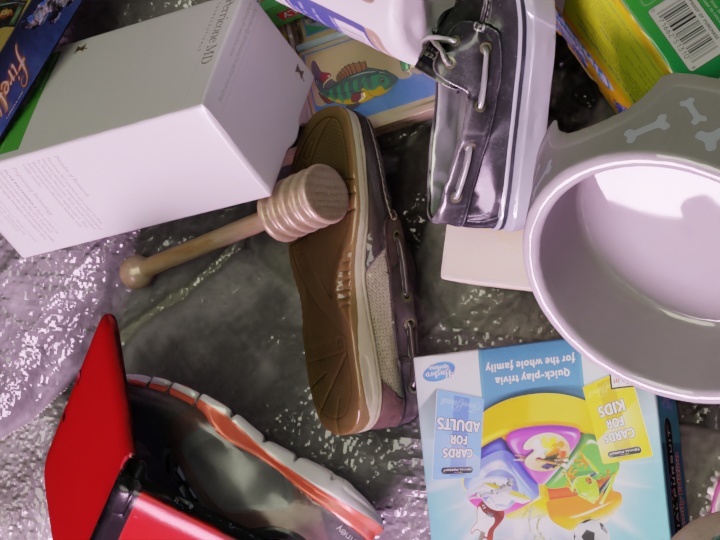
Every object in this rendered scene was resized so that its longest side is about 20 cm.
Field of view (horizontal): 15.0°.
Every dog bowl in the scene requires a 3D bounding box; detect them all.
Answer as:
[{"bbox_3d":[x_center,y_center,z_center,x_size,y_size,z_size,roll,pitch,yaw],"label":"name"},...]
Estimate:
[{"bbox_3d":[0.179,-0.010,1.481,0.199,0.059,0.201,15,136,15],"label":"dog bowl"}]

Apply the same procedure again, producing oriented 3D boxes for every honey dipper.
[{"bbox_3d":[-0.084,-0.022,1.693,0.200,0.038,0.038,-20,78,47],"label":"honey dipper"}]

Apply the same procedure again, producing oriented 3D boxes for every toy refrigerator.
[{"bbox_3d":[0.155,-0.016,1.604,0.199,0.076,0.070,7,89,23],"label":"toy refrigerator"}]

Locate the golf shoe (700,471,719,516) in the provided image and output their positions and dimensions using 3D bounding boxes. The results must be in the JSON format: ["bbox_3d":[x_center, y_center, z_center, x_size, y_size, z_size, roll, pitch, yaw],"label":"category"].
[{"bbox_3d":[0.262,0.096,1.555,0.091,0.075,0.201,28,98,18],"label":"golf shoe"}]

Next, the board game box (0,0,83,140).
[{"bbox_3d":[-0.231,-0.173,1.733,0.135,0.035,0.200,14,71,49],"label":"board game box"}]

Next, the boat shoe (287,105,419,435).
[{"bbox_3d":[0.000,0.000,1.674,0.073,0.065,0.201,-7,84,51],"label":"boat shoe"}]

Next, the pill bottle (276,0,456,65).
[{"bbox_3d":[-0.018,-0.205,1.604,0.200,0.111,0.111,29,97,32],"label":"pill bottle"}]

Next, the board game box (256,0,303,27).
[{"bbox_3d":[-0.034,-0.263,1.707,0.134,0.029,0.201,-21,69,21],"label":"board game box"}]

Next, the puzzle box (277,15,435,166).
[{"bbox_3d":[0.010,-0.154,1.701,0.199,0.025,0.134,-18,79,21],"label":"puzzle box"}]

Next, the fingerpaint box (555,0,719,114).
[{"bbox_3d":[0.156,-0.165,1.559,0.073,0.167,0.200,-32,74,-7],"label":"fingerpaint box"}]

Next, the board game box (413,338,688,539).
[{"bbox_3d":[0.117,0.143,1.624,0.150,0.047,0.201,-8,83,22],"label":"board game box"}]

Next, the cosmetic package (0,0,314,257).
[{"bbox_3d":[-0.140,-0.088,1.688,0.199,0.085,0.108,-15,40,32],"label":"cosmetic package"}]

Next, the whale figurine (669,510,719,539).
[{"bbox_3d":[0.255,0.180,1.510,0.200,0.159,0.104,-29,36,4],"label":"whale figurine"}]

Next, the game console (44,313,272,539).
[{"bbox_3d":[-0.121,0.151,1.676,0.172,0.200,0.119,26,53,-1],"label":"game console"}]

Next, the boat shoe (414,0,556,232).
[{"bbox_3d":[0.067,-0.115,1.533,0.071,0.072,0.201,-5,106,-15],"label":"boat shoe"}]

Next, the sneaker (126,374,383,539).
[{"bbox_3d":[-0.086,0.134,1.682,0.200,0.077,0.082,28,78,21],"label":"sneaker"}]
